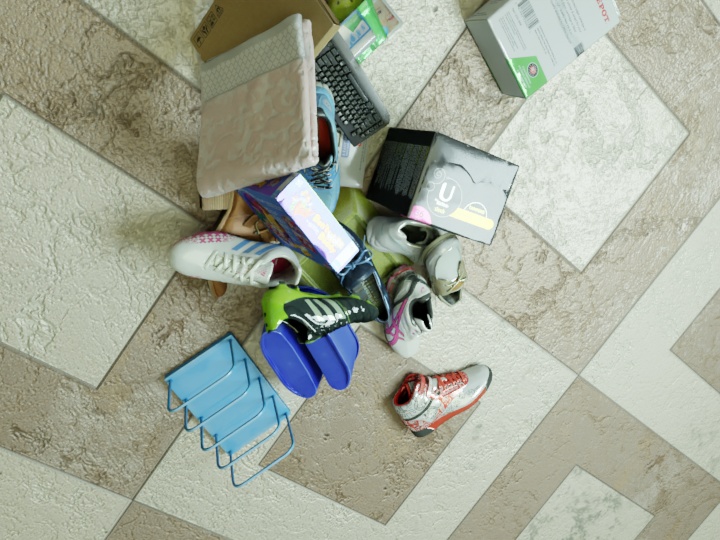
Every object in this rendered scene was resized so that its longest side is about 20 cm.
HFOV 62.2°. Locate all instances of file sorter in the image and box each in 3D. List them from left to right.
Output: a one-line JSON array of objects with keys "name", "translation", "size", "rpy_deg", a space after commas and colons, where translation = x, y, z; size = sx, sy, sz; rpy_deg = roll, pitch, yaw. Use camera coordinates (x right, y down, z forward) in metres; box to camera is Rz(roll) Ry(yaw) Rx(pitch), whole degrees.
[{"name": "file sorter", "translation": [-0.218, 0.241, 1.015], "size": [0.138, 0.123, 0.202], "rpy_deg": [-33, 114, -3]}]

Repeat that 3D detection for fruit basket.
[{"name": "fruit basket", "translation": [-0.063, -0.373, 0.857], "size": [0.185, 0.094, 0.200], "rpy_deg": [-42, 112, 1]}]

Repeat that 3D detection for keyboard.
[{"name": "keyboard", "translation": [-0.056, -0.261, 0.848], "size": [0.126, 0.021, 0.201], "rpy_deg": [-27, 120, 20]}]

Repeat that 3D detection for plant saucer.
[{"name": "plant saucer", "translation": [-0.023, -0.012, 1.022], "size": [0.200, 0.048, 0.200], "rpy_deg": [-42, 115, 1]}]

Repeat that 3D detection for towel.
[{"name": "towel", "translation": [-0.139, -0.205, 0.765], "size": [0.032, 0.197, 0.195], "rpy_deg": [9, 75, -53]}]

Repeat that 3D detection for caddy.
[{"name": "caddy", "translation": [-0.085, 0.119, 1.017], "size": [0.139, 0.106, 0.202], "rpy_deg": [-16, 122, 18]}]

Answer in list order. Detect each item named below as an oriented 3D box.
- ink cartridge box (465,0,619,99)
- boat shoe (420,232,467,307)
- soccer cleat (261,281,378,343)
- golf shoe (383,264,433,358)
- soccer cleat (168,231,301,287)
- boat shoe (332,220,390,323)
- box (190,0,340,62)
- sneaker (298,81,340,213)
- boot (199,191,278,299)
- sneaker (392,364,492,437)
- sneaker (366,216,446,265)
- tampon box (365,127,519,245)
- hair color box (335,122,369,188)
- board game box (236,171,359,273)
[{"name": "ink cartridge box", "translation": [0.293, -0.400, 0.956], "size": [0.199, 0.084, 0.147], "rpy_deg": [-38, 115, -1]}, {"name": "boat shoe", "translation": [0.149, 0.002, 1.003], "size": [0.074, 0.069, 0.200], "rpy_deg": [-32, 158, -2]}, {"name": "soccer cleat", "translation": [-0.059, 0.072, 0.903], "size": [0.197, 0.067, 0.083], "rpy_deg": [10, 67, -31]}, {"name": "golf shoe", "translation": [0.087, 0.092, 1.048], "size": [0.072, 0.092, 0.202], "rpy_deg": [-23, 135, -20]}, {"name": "soccer cleat", "translation": [-0.177, -0.012, 0.880], "size": [0.197, 0.086, 0.071], "rpy_deg": [2, 114, -31]}, {"name": "boat shoe", "translation": [0.000, 0.000, 0.969], "size": [0.084, 0.069, 0.201], "rpy_deg": [-40, 115, 1]}, {"name": "box", "translation": [-0.134, -0.317, 0.798], "size": [0.199, 0.021, 0.165], "rpy_deg": [-39, 83, 35]}, {"name": "sneaker", "translation": [-0.067, -0.157, 0.853], "size": [0.077, 0.091, 0.202], "rpy_deg": [-7, 128, -4]}, {"name": "boot", "translation": [-0.177, -0.054, 0.956], "size": [0.153, 0.077, 0.204], "rpy_deg": [-3, 103, -20]}, {"name": "sneaker", "translation": [0.156, 0.227, 1.151], "size": [0.200, 0.067, 0.108], "rpy_deg": [-37, 117, 2]}, {"name": "sneaker", "translation": [0.104, -0.048, 1.006], "size": [0.198, 0.080, 0.072], "rpy_deg": [8, 85, -41]}, {"name": "tampon box", "translation": [0.119, -0.137, 0.931], "size": [0.148, 0.200, 0.128], "rpy_deg": [16, 100, -20]}, {"name": "hair color box", "translation": [-0.088, -0.197, 0.928], "size": [0.196, 0.064, 0.113], "rpy_deg": [3, 109, -16]}, {"name": "board game box", "translation": [-0.099, -0.080, 0.827], "size": [0.045, 0.199, 0.135], "rpy_deg": [-45, 121, -11]}]
